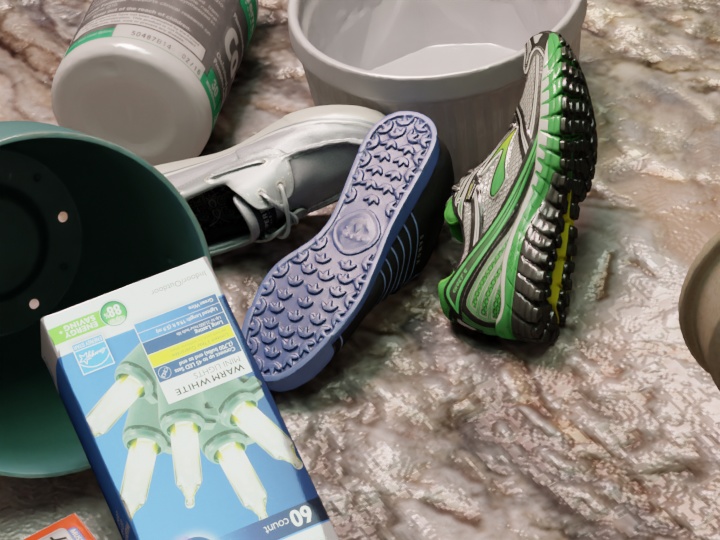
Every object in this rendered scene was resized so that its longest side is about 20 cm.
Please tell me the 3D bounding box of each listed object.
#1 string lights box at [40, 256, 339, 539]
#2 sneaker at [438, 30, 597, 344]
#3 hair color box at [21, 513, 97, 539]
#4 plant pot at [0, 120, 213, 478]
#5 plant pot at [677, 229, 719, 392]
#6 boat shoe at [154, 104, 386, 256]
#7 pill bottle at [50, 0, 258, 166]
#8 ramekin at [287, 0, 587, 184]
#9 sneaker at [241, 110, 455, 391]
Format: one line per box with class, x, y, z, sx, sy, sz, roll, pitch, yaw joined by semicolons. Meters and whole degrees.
string lights box;-0.091;0.104;1.302;0.102;0.059;0.201;-21;69;-15
sneaker;0.093;-0.057;1.467;0.085;0.078;0.201;6;70;22
hair color box;-0.208;0.221;1.208;0.199;0.111;0.064;-27;43;-21
plant pot;-0.204;0.001;1.413;0.200;0.202;0.161;-21;21;-15
plant pot;0.280;0.078;1.247;0.199;0.201;0.184;-8;51;1
boat shoe;-0.068;-0.044;1.528;0.200;0.070;0.072;-17;37;9
pill bottle;-0.135;-0.167;1.660;0.112;0.114;0.201;3;41;14
ramekin;0.054;-0.144;1.604;0.199;0.105;0.201;-5;39;4
sneaker;0.000;0.000;1.477;0.070;0.078;0.200;24;71;31
